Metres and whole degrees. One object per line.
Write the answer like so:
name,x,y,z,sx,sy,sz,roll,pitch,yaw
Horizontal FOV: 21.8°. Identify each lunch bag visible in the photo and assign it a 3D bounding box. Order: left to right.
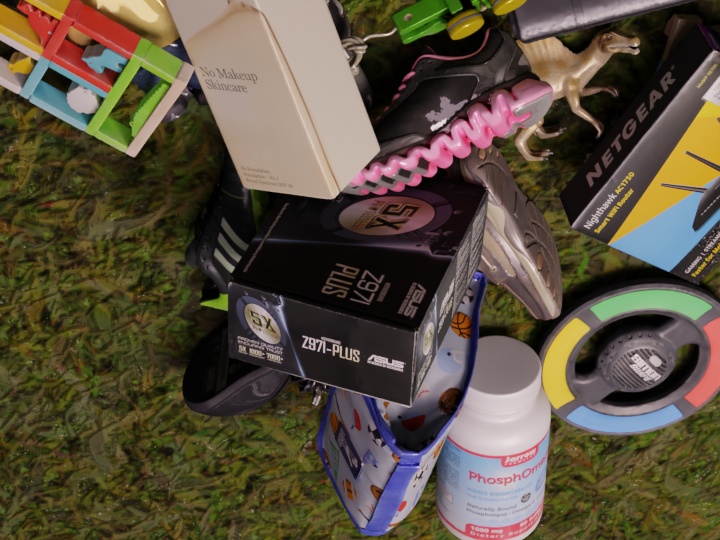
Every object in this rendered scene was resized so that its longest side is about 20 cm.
lunch bag,0.031,0.114,1.655,0.123,0.201,0.170,11,147,-6

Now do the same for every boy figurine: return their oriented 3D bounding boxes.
boy figurine,-0.180,-0.207,1.470,0.124,0.065,0.200,-23,129,12

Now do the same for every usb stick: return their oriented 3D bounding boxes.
usb stick,0.214,-0.232,1.513,0.199,0.056,0.033,-14,174,3

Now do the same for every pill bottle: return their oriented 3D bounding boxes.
pill bottle,0.128,0.163,1.799,0.108,0.109,0.201,-4,131,-4

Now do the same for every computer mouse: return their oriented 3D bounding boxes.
computer mouse,-0.081,0.083,1.691,0.199,0.139,0.053,-25,135,39

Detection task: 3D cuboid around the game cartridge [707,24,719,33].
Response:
game cartridge,0.366,-0.138,1.624,0.132,0.041,0.201,-8,131,3

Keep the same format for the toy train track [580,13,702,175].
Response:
toy train track,0.250,-0.133,1.613,0.114,0.033,0.201,1,124,-20

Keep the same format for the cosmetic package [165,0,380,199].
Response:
cosmetic package,-0.070,-0.160,1.448,0.103,0.073,0.201,8,133,40

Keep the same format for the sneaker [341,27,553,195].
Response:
sneaker,0.054,-0.132,1.530,0.199,0.096,0.079,-26,169,6

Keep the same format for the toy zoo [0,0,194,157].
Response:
toy zoo,-0.241,-0.172,1.468,0.199,0.021,0.131,29,147,-13

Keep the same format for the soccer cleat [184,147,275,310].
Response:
soccer cleat,-0.115,-0.038,1.626,0.080,0.068,0.201,3,132,4

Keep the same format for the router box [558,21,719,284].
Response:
router box,0.286,-0.095,1.583,0.149,0.051,0.200,21,121,-26

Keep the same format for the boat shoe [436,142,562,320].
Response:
boat shoe,0.120,-0.032,1.666,0.073,0.075,0.200,-15,126,25

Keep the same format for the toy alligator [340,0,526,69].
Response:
toy alligator,0.068,-0.211,1.491,0.199,0.060,0.054,-28,171,10

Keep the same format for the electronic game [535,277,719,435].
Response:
electronic game,0.265,0.085,1.796,0.199,0.042,0.201,-4,130,-4

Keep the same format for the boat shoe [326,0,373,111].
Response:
boat shoe,-0.045,-0.197,1.510,0.068,0.072,0.201,-40,127,-23

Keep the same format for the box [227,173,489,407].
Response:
box,0.000,0.000,1.551,0.163,0.200,0.086,15,132,14

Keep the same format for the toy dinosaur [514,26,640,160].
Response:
toy dinosaur,0.145,-0.150,1.583,0.199,0.058,0.102,-17,114,10
